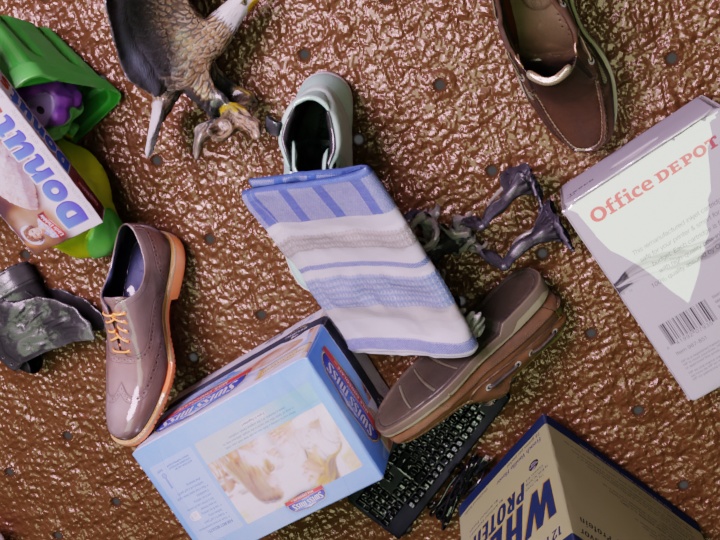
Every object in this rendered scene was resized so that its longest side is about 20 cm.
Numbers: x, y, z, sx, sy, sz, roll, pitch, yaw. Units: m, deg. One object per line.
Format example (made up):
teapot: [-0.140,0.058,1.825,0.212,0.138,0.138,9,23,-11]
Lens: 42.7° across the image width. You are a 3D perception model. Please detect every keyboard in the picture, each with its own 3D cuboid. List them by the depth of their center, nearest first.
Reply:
keyboard: [0.073,0.183,0.891,0.103,0.040,0.201,33,110,-1]

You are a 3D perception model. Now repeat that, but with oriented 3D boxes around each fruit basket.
fruit basket: [-0.303,-0.094,0.823,0.213,0.155,0.219,1,93,20]

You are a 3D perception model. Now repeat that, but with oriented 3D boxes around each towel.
towel: [0.000,0.000,0.758,0.146,0.024,0.201,-1,133,42]

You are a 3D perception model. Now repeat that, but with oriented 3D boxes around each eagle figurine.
eagle figurine: [-0.149,-0.206,0.760,0.151,0.151,0.201,-6,126,49]

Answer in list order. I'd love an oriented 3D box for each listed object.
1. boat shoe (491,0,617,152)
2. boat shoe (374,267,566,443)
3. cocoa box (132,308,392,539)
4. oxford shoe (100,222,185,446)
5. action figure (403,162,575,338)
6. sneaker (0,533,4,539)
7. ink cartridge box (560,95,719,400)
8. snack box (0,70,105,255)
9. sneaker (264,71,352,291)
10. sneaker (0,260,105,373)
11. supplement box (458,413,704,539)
boat shoe: [0.146,-0.164,0.719,0.074,0.075,0.203,-13,128,30]
boat shoe: [0.104,0.091,0.816,0.200,0.072,0.068,-41,115,0]
cocoa box: [-0.082,0.151,0.858,0.199,0.131,0.134,-30,100,17]
oxford shoe: [-0.212,0.055,0.837,0.070,0.073,0.203,-4,75,23]
action figure: [0.076,-0.010,0.799,0.199,0.102,0.119,-30,112,15]
sneaker: [-0.420,0.364,1.022,0.099,0.078,0.201,30,119,-7]
ink cartridge box: [0.280,-0.020,0.768,0.144,0.084,0.201,-33,99,18]
snack box: [-0.292,-0.104,0.739,0.071,0.024,0.201,-24,126,8]
sneaker: [-0.046,-0.062,0.793,0.073,0.118,0.203,4,109,7]
sneaker: [-0.357,0.066,0.917,0.198,0.060,0.105,-31,95,14]
supplement box: [0.203,0.272,0.799,0.199,0.200,0.135,35,109,-10]
